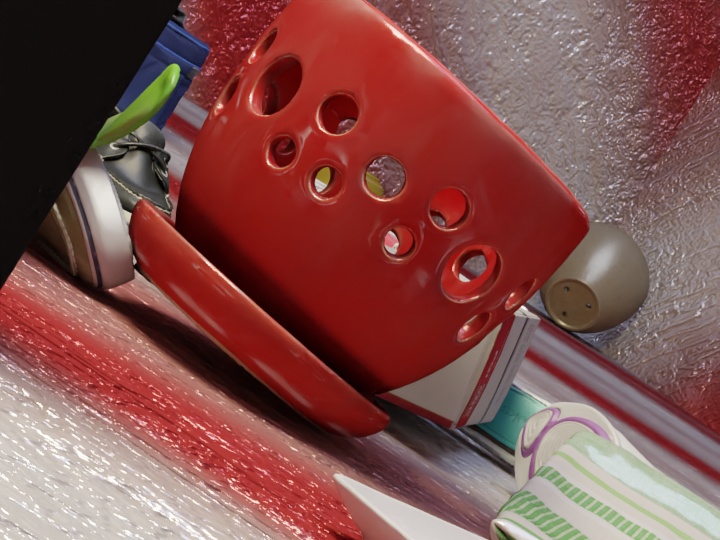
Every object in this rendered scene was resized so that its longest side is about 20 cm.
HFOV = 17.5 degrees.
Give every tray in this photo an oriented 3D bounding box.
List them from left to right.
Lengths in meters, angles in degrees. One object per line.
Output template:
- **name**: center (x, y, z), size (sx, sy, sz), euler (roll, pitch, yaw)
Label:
- **tray**: center (0.074, 0.149, 1.026), size (0.200, 0.022, 0.107), euler (29, 5, -45)

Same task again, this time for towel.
- **towel**: center (0.155, 0.151, 1.265), size (0.152, 0.024, 0.200), euler (32, 21, 12)

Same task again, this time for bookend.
- **bookend**: center (-0.188, -0.115, 0.901), size (0.199, 0.199, 0.092), euler (29, 7, -34)

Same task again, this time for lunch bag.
- **lunch bag**: center (-0.260, -0.249, 2.545), size (0.199, 0.133, 0.136), euler (28, 6, -44)

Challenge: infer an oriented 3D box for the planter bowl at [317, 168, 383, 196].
- **planter bowl**: center (-0.034, -0.101, 2.876), size (0.200, 0.084, 0.200), euler (32, 4, -3)

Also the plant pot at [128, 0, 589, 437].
- **plant pot**: center (-0.006, -0.023, 1.238), size (0.200, 0.183, 0.200), euler (40, -1, 1)

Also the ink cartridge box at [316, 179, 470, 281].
- **ink cartridge box**: center (0.000, 0.000, 1.860), size (0.146, 0.083, 0.200), euler (29, 5, -41)

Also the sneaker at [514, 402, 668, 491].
- **sneaker**: center (0.167, 0.158, 1.437), size (0.200, 0.075, 0.100), euler (43, -2, 43)

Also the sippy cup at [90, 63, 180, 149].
- **sippy cup**: center (-0.168, -0.154, 1.174), size (0.178, 0.130, 0.140), euler (31, 25, -54)

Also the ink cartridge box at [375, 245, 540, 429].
- **ink cartridge box**: center (0.025, 0.035, 1.493), size (0.146, 0.083, 0.200), euler (24, 2, 11)

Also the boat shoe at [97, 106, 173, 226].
- **boat shoe**: center (-0.164, -0.076, 1.618), size (0.074, 0.066, 0.199), euler (31, 4, -22)

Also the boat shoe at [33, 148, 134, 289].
- **boat shoe**: center (-0.183, -0.055, 1.262), size (0.200, 0.062, 0.072), euler (52, -26, 39)

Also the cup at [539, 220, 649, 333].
- **cup**: center (0.395, 0.032, 4.132), size (0.200, 0.201, 0.143), euler (33, 32, 7)

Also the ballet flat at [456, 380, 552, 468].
- **ballet flat**: center (0.062, 0.078, 1.623), size (0.200, 0.070, 0.069), euler (38, 5, 17)
